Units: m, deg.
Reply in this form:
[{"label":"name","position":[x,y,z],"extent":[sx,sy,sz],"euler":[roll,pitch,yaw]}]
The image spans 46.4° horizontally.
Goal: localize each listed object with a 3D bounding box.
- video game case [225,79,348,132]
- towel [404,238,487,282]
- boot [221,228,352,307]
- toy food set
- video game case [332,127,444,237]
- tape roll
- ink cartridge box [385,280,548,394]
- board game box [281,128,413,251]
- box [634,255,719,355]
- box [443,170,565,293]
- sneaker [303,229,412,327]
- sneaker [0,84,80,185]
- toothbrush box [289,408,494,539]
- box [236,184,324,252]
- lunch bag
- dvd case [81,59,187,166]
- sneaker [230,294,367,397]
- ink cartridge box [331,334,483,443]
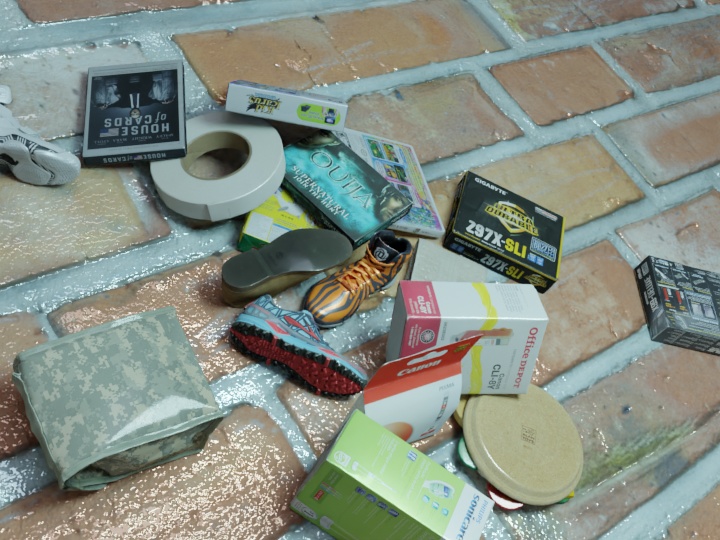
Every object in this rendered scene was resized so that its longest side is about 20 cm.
[{"label":"video game case","position":[-0.115,-0.264,1.336],"extent":[0.181,0.046,0.200],"euler":[10,13,-6]},{"label":"towel","position":[0.130,0.048,1.313],"extent":[0.132,0.035,0.200],"euler":[24,49,-9]},{"label":"boot","position":[-0.106,-0.003,1.199],"extent":[0.199,0.076,0.074],"euler":[-18,60,-23]},{"label":"toy food set","position":[0.227,0.245,1.198],"extent":[0.199,0.049,0.199],"euler":[10,52,-19]},{"label":"video game case","position":[0.039,-0.149,1.403],"extent":[0.182,0.024,0.201],"euler":[9,49,-34]},{"label":"tape roll","position":[-0.212,-0.159,1.254],"extent":[0.202,0.037,0.203],"euler":[-2,50,3]},{"label":"ink cartridge box","position":[0.145,0.095,1.174],"extent":[0.199,0.146,0.084],"euler":[1,36,-9]},{"label":"board game box","position":[-0.034,-0.130,1.297],"extent":[0.200,0.028,0.135],"euler":[43,54,17]},{"label":"box","position":[0.604,0.067,1.513],"extent":[0.199,0.050,0.158],"euler":[12,51,-17]},{"label":"box","position":[0.251,-0.068,1.450],"extent":[0.199,0.049,0.160],"euler":[25,50,-6]},{"label":"sneaker","position":[0.000,0.000,1.234],"extent":[0.078,0.112,0.200],"euler":[43,49,11]},{"label":"sneaker","position":[-0.485,-0.195,1.176],"extent":[0.199,0.075,0.115],"euler":[13,53,-12]},{"label":"toothbrush box","position":[0.034,0.282,1.013],"extent":[0.200,0.146,0.086],"euler":[34,47,3]},{"label":"box","position":[-0.109,-0.097,1.302],"extent":[0.117,0.048,0.200],"euler":[22,50,-9]},{"label":"lunch bag","position":[-0.288,0.153,0.978],"extent":[0.199,0.118,0.164],"euler":[-13,62,-38]},{"label":"dvd case","position":[-0.343,-0.244,1.282],"extent":[0.150,0.025,0.201],"euler":[-6,53,-6]},{"label":"sneaker","position":[-0.072,0.095,1.151],"extent":[0.200,0.079,0.096],"euler":[30,46,-2]},{"label":"ink cartridge box","position":[0.067,0.168,1.077],"extent":[0.162,0.200,0.050],"euler":[-12,61,-32]}]
